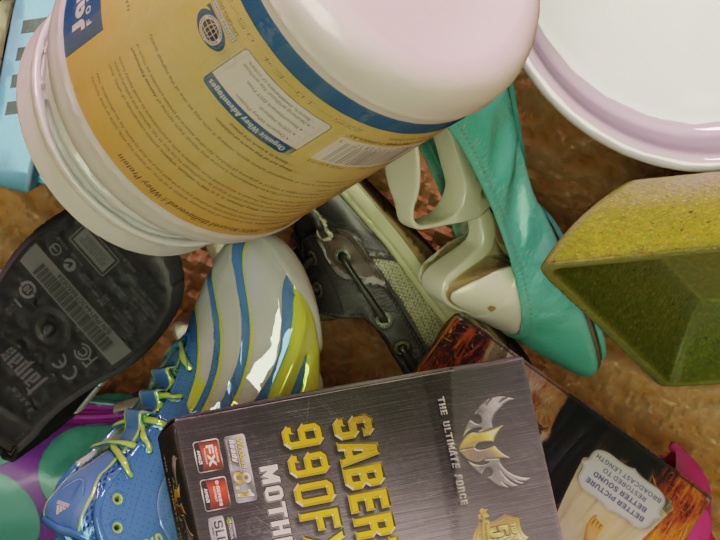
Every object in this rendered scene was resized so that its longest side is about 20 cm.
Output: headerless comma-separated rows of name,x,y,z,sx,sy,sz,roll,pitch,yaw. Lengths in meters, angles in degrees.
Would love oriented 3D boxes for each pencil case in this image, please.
pencil case,-0.162,0.093,1.279,0.199,0.085,0.093,0,119,0

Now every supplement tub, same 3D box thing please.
supplement tub,-0.039,-0.097,1.101,0.200,0.145,0.145,-30,100,45

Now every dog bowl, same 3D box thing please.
dog bowl,0.154,-0.146,1.177,0.199,0.079,0.201,1,99,4

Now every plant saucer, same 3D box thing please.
plant saucer,0.203,-0.003,1.193,0.199,0.200,0.048,-5,71,21

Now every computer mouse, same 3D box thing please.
computer mouse,-0.176,0.021,1.210,0.140,0.046,0.200,43,108,0

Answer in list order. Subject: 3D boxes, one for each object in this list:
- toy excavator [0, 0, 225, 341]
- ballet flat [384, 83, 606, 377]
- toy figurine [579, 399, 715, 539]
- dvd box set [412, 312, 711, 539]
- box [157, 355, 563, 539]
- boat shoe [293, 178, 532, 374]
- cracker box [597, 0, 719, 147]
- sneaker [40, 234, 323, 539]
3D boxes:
toy excavator,-0.113,-0.064,1.235,0.199,0.100,0.195,13,100,4
ballet flat,0.050,-0.026,1.209,0.070,0.067,0.201,-30,118,-17
toy figurine,0.076,0.132,1.267,0.184,0.150,0.200,-31,94,-6
dvd box set,0.044,0.140,1.186,0.146,0.029,0.200,36,73,1
box,0.011,0.149,1.130,0.158,0.048,0.201,-9,81,-15
boat shoe,0.000,0.000,1.265,0.065,0.073,0.200,-43,96,3
cracker box,0.221,-0.100,1.251,0.199,0.058,0.134,14,100,-2
sneaker,-0.080,0.080,1.176,0.105,0.076,0.201,2,98,-41
